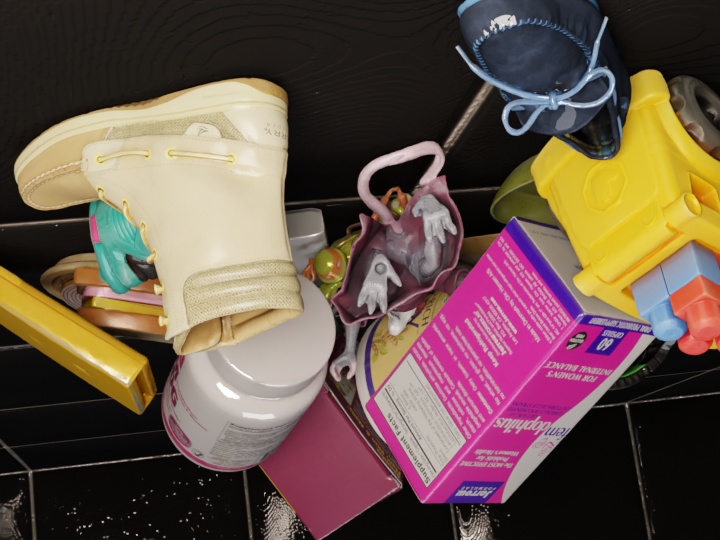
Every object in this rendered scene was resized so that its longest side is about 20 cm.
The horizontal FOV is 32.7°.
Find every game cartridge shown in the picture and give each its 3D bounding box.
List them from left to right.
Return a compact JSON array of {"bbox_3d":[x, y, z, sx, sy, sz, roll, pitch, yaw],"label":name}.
[{"bbox_3d":[-0.263,0.046,1.026,0.199,0.033,0.176,34,165,2],"label":"game cartridge"}]

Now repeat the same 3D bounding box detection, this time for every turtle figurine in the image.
[{"bbox_3d":[0.000,0.000,1.093,0.161,0.064,0.201,-1,129,-55],"label":"turtle figurine"}]

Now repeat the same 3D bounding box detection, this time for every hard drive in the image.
[{"bbox_3d":[-0.093,-0.011,1.132,0.131,0.027,0.200,-8,167,0],"label":"hard drive"}]

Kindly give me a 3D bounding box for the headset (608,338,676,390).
[{"bbox_3d":[0.217,0.010,1.015,0.200,0.124,0.094,-44,-176,-14],"label":"headset"}]

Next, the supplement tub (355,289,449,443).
[{"bbox_3d":[0.108,0.079,1.098,0.145,0.147,0.199,5,156,-44],"label":"supplement tub"}]

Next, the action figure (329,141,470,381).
[{"bbox_3d":[0.023,0.002,0.985,0.133,0.150,0.200,-14,171,1],"label":"action figure"}]

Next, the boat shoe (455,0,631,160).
[{"bbox_3d":[0.124,-0.113,0.723,0.084,0.069,0.199,-16,165,32],"label":"boat shoe"}]

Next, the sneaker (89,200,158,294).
[{"bbox_3d":[-0.138,-0.025,0.922,0.120,0.084,0.200,-11,167,19],"label":"sneaker"}]

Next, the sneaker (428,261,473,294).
[{"bbox_3d":[0.072,0.010,1.261,0.115,0.074,0.200,13,177,-1],"label":"sneaker"}]

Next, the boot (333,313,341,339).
[{"bbox_3d":[-0.123,0.084,1.251,0.153,0.074,0.203,-34,-169,-26],"label":"boot"}]

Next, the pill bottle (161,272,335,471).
[{"bbox_3d":[-0.090,0.080,0.974,0.112,0.114,0.200,-3,156,-19],"label":"pill bottle"}]

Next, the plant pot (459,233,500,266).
[{"bbox_3d":[0.179,-0.024,1.144,0.198,0.028,0.200,-6,180,0],"label":"plant pot"}]

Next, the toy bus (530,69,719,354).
[{"bbox_3d":[0.237,-0.013,0.853,0.199,0.193,0.136,22,132,-33],"label":"toy bus"}]

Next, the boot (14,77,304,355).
[{"bbox_3d":[-0.129,-0.023,0.771,0.198,0.157,0.073,-12,166,19],"label":"boot"}]

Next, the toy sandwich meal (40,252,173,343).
[{"bbox_3d":[-0.199,0.040,1.113,0.203,0.071,0.205,6,163,2],"label":"toy sandwich meal"}]

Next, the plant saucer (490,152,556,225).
[{"bbox_3d":[0.204,-0.077,1.013,0.198,0.031,0.200,-6,168,-1],"label":"plant saucer"}]

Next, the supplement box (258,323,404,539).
[{"bbox_3d":[-0.028,0.154,1.215,0.103,0.131,0.200,-34,-173,11],"label":"supplement box"}]

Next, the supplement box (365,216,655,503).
[{"bbox_3d":[0.110,0.072,0.915,0.101,0.104,0.200,9,128,-43],"label":"supplement box"}]
